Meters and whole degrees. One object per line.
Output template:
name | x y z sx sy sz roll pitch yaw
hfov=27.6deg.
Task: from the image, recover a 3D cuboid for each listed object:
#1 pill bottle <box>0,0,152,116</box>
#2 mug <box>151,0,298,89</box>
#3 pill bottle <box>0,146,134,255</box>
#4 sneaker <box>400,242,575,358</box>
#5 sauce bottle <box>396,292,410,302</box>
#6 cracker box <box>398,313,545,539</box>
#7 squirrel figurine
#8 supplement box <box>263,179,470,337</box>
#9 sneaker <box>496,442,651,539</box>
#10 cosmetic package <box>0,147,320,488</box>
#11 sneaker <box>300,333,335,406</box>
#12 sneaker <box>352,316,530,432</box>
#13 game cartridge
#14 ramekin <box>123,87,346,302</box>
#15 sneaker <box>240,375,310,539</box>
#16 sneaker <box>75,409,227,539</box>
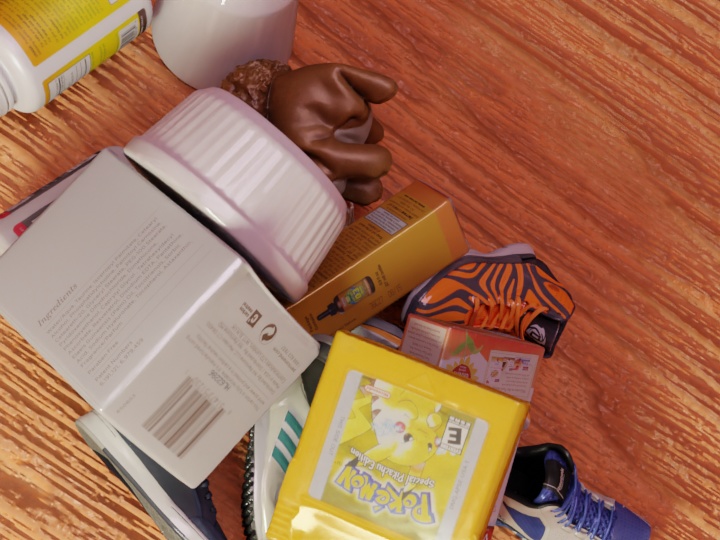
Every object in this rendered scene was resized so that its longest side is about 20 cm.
pill bottle | -0.305 -0.227 1.411 0.109 0.109 0.200 46 65 4
mug | -0.125 -0.291 1.461 0.149 0.153 0.187 5 69 -13
pill bottle | -0.241 -0.046 1.361 0.200 0.111 0.111 -37 83 -24
sneaker | 0.137 0.036 1.415 0.200 0.078 0.112 -18 52 -40
sauce bottle | -0.015 0.016 1.429 0.199 0.065 0.065 -20 77 -19
cracker box | 0.078 0.148 1.304 0.134 0.058 0.201 14 92 -44
squirrel figurine | -0.071 -0.103 1.425 0.199 0.142 0.187 18 74 -8
supplement box | 0.000 0.000 1.355 0.200 0.069 0.067 -35 126 -16
sneaker | 0.187 0.223 1.380 0.199 0.115 0.081 25 67 -5
cosmetic package | -0.178 0.039 1.234 0.166 0.167 0.200 -48 55 -8
sneaker | -0.021 0.160 1.294 0.106 0.075 0.200 -41 119 -35
sneaker | 0.077 0.091 1.427 0.200 0.078 0.077 27 52 -8
game cartridge | 0.028 0.172 1.229 0.176 0.032 0.201 20 93 16
ramekin | -0.100 -0.071 1.261 0.202 0.202 0.094 41 82 2
sneaker | -0.059 0.167 1.344 0.093 0.070 0.201 3 72 -10
sneaker | -0.139 0.170 1.329 0.146 0.077 0.202 -38 83 -21
